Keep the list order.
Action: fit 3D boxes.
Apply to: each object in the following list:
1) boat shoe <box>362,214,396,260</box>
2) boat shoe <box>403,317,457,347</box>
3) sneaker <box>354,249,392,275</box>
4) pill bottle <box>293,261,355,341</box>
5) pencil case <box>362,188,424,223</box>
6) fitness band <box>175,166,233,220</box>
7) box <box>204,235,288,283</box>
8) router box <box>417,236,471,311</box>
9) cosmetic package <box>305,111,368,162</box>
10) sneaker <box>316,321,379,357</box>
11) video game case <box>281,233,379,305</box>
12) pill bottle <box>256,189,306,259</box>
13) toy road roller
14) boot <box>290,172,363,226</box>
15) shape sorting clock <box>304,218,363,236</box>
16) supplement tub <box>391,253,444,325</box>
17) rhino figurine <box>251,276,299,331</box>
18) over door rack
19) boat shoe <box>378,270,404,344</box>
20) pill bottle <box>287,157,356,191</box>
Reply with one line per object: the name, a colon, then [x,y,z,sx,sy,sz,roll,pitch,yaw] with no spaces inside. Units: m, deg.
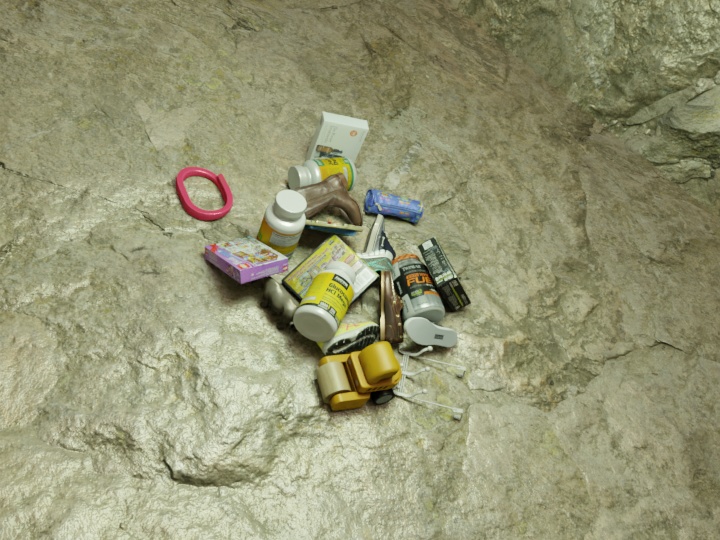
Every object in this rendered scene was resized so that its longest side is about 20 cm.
boat shoe: [0.065,-0.078,1.778,0.093,0.075,0.200,22,55,-8]
boat shoe: [0.181,0.167,1.593,0.200,0.069,0.057,21,0,-38]
sneaker: [0.000,0.000,1.645,0.199,0.078,0.091,-10,55,-4]
pill bottle: [-0.082,0.071,1.472,0.112,0.113,0.200,27,46,-2]
pencil case: [0.109,-0.207,1.900,0.199,0.078,0.087,11,19,-17]
fitness band: [-0.447,-0.223,1.681,0.143,0.037,0.200,-12,57,-30]
box: [-0.297,-0.031,1.515,0.137,0.039,0.200,-16,29,-35]
router box: [0.245,0.014,1.705,0.062,0.200,0.150,-29,57,8]
cosmetic package: [-0.079,-0.408,1.901,0.150,0.200,0.052,4,51,-22]
sneaker: [-0.034,0.162,1.517,0.200,0.078,0.090,-8,32,-44]
video game case: [-0.081,0.024,1.589,0.181,0.026,0.200,43,74,13]
pill bottle: [-0.212,-0.118,1.583,0.111,0.200,0.111,14,47,-15]
toy road roller: [0.006,0.243,1.412,0.199,0.146,0.123,-2,52,-27]
boot: [-0.104,-0.182,1.751,0.200,0.064,0.187,-29,93,-34]
shape sorting clock: [-0.091,-0.128,1.681,0.199,0.200,0.039,10,90,-18]
supplement tub: [0.152,0.059,1.660,0.122,0.123,0.200,0,51,-26]
rhino figurine: [-0.220,0.065,1.500,0.060,0.088,0.200,-27,67,-40]
over door rack: [0.188,0.279,1.525,0.199,0.067,0.148,22,46,-7]
boat shoe: [0.084,0.099,1.588,0.070,0.070,0.201,-1,82,-1]
pill bottle: [-0.122,-0.294,1.842,0.200,0.113,0.113,-11,57,-32]
